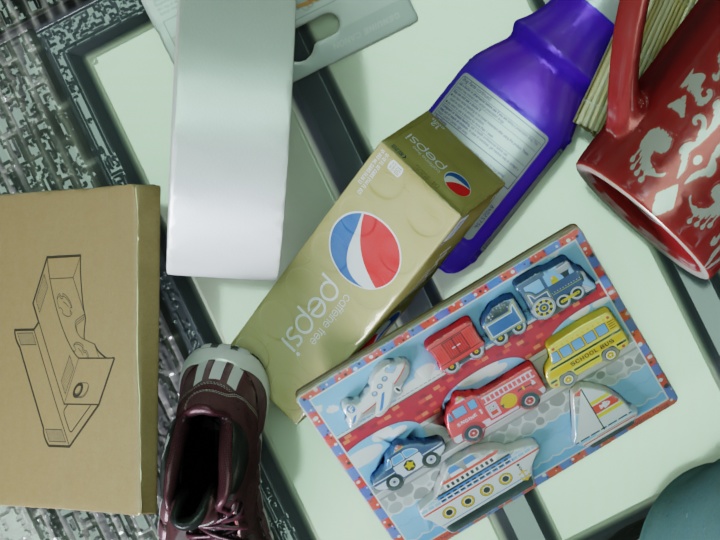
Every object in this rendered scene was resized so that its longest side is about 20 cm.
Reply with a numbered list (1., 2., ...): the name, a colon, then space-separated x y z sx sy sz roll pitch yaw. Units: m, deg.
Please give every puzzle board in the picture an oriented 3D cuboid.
1. puzzle board: 0.081 0.080 1.629 0.199 0.017 0.151 -31 121 5

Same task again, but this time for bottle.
1. bottle: 0.091 -0.096 1.658 0.083 0.065 0.200 38 92 10

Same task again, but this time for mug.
1. mug: 0.217 -0.118 1.600 0.177 0.133 0.200 40 88 1

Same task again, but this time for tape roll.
1. tape roll: -0.079 -0.096 1.605 0.070 0.202 0.204 3 88 -3

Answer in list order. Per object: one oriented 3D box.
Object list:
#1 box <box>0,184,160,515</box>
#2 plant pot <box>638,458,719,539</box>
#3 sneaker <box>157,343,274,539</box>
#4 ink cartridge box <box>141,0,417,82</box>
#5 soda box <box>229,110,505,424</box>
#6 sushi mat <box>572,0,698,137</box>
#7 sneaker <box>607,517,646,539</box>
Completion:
1. box: -0.179 0.049 1.656 0.163 0.021 0.202 -2 86 50
2. plant pot: 0.265 0.175 1.527 0.199 0.188 0.202 5 81 -31
3. sneaker: -0.098 0.155 1.621 0.075 0.116 0.201 2 111 8
4. ink cartridge box: -0.075 -0.220 1.704 0.159 0.047 0.201 -26 101 4
5. soda box: 0.000 0.000 1.619 0.068 0.064 0.200 43 125 7
6. sushi mat: 0.209 -0.161 1.651 0.095 0.012 0.201 24 91 -29
7. sneaker: 0.159 0.225 1.625 0.200 0.080 0.087 -38 98 -11
